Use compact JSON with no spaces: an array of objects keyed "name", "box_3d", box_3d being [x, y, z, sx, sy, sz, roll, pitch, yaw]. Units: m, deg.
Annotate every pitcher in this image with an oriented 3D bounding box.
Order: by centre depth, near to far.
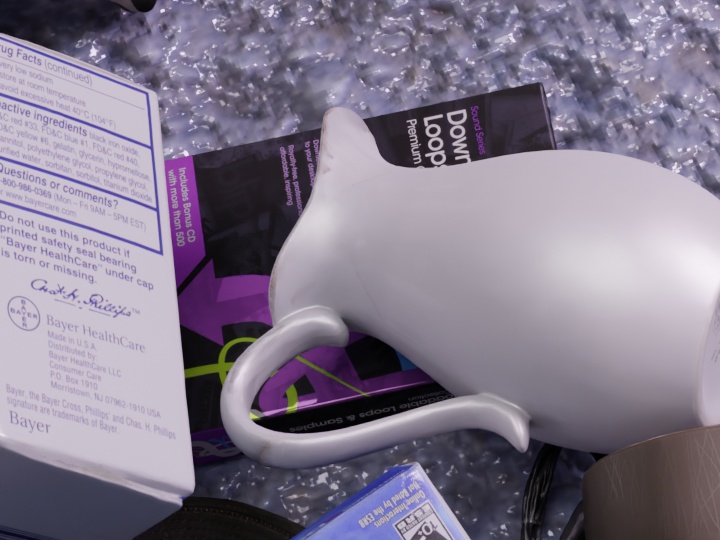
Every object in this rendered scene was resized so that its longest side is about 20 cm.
[{"name":"pitcher","box_3d":[0.053,0.025,1.179,0.199,0.121,0.172,13,61,24]}]

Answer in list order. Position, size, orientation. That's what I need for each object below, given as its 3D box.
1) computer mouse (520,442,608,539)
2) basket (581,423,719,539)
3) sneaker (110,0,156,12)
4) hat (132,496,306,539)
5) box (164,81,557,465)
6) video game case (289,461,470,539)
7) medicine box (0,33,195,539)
[{"name":"computer mouse","box_3d":[0.130,0.051,1.242,0.059,0.034,0.200,33,77,12]},{"name":"basket","box_3d":[0.150,0.167,1.065,0.135,0.180,0.201,-9,70,10]},{"name":"sneaker","box_3d":[-0.151,-0.157,1.348,0.115,0.075,0.200,37,39,15]},{"name":"hat","box_3d":[-0.077,0.170,1.183,0.200,0.081,0.201,-5,61,10]},{"name":"box","box_3d":[0.000,0.000,1.288,0.199,0.036,0.144,-12,60,2]},{"name":"video game case","box_3d":[-0.011,0.205,1.119,0.200,0.045,0.182,-34,92,-12]},{"name":"medicine box","box_3d":[-0.169,0.033,1.215,0.182,0.103,0.201,-34,50,39]}]
